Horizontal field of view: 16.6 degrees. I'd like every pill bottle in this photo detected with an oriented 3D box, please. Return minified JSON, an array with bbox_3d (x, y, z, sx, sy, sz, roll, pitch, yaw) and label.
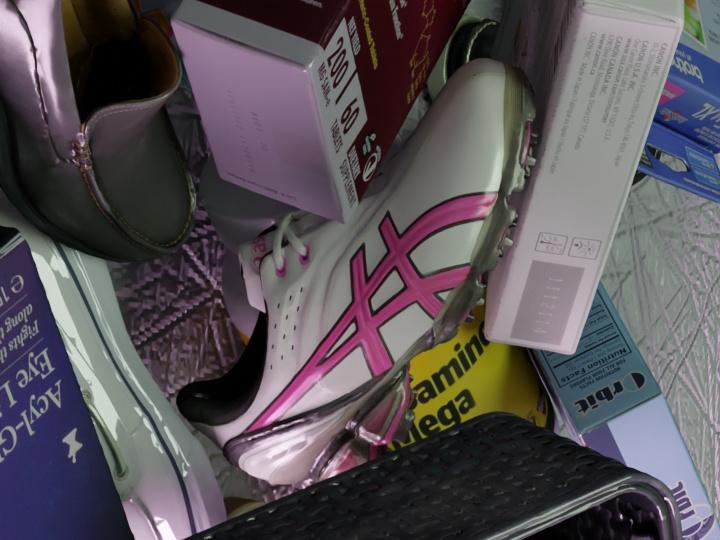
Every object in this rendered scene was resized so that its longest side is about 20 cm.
[{"bbox_3d":[0.007,0.023,1.094,0.113,0.112,0.201,-55,133,-33],"label":"pill bottle"}]

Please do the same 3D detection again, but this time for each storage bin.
[{"bbox_3d":[0.017,0.152,0.907,0.199,0.094,0.136,-21,112,-28],"label":"storage bin"}]

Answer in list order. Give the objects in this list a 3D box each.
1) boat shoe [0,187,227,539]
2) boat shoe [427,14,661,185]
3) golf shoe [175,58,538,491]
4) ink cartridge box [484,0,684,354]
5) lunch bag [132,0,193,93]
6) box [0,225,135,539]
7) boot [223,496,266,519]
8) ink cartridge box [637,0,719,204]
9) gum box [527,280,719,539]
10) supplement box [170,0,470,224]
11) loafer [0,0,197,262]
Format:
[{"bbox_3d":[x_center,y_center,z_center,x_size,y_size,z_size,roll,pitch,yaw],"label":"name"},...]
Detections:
[{"bbox_3d":[-0.119,0.059,0.978,0.067,0.073,0.201,-38,110,-40],"label":"boat shoe"},{"bbox_3d":[0.114,-0.083,1.257,0.199,0.066,0.075,29,71,-50],"label":"boat shoe"},{"bbox_3d":[0.000,0.000,0.976,0.092,0.073,0.201,25,107,-12],"label":"golf shoe"},{"bbox_3d":[0.091,-0.096,1.028,0.201,0.044,0.177,103,-6,-49],"label":"ink cartridge box"},{"bbox_3d":[-0.059,-0.185,0.974,0.200,0.121,0.171,53,54,-43],"label":"lunch bag"},{"bbox_3d":[-0.169,0.103,0.881,0.148,0.104,0.201,-44,127,-41],"label":"box"},{"bbox_3d":[-0.058,0.183,1.037,0.200,0.107,0.075,-56,136,-29],"label":"boot"},{"bbox_3d":[0.148,-0.137,1.251,0.119,0.042,0.201,19,54,-52],"label":"ink cartridge box"},{"bbox_3d":[0.108,0.046,1.164,0.170,0.044,0.201,62,3,-46],"label":"gum box"},{"bbox_3d":[0.008,-0.132,0.938,0.201,0.061,0.109,-62,160,-23],"label":"supplement box"},{"bbox_3d":[-0.098,-0.064,0.889,0.200,0.072,0.073,55,44,-53],"label":"loafer"}]
